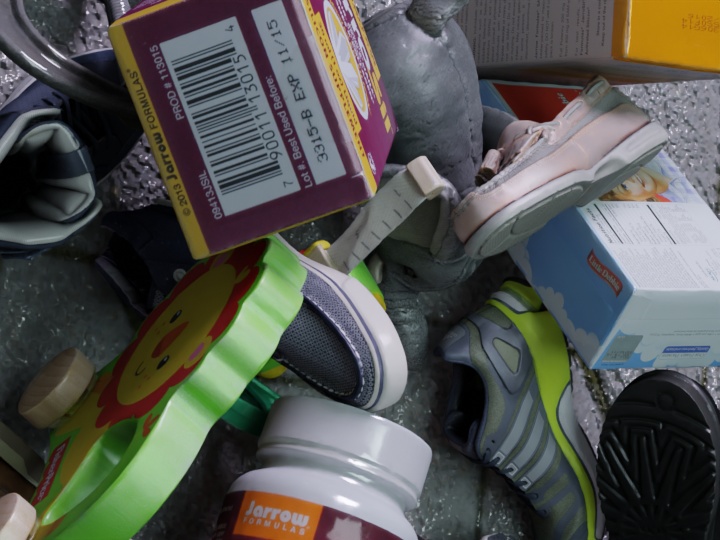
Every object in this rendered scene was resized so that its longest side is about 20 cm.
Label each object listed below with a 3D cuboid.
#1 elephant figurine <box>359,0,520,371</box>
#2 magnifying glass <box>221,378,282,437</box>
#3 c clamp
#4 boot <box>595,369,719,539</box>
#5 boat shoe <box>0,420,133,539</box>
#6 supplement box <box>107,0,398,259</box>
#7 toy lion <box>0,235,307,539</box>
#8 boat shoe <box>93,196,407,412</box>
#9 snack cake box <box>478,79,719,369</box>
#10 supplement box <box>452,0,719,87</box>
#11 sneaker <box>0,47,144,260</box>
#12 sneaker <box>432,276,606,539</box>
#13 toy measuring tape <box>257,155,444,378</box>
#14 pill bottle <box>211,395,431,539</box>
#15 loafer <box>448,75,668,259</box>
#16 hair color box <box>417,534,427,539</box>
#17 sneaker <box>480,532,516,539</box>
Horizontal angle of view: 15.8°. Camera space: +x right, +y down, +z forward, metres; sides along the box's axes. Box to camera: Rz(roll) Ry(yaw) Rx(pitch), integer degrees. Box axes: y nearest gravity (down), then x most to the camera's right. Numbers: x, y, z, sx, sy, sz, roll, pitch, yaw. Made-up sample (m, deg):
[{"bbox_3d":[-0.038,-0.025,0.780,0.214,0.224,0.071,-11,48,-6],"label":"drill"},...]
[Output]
[{"bbox_3d":[0.041,-0.053,1.550,0.141,0.155,0.200,-33,96,-8],"label":"elephant figurine"},{"bbox_3d":[-0.048,0.088,1.538,0.200,0.080,0.022,30,100,-40],"label":"magnifying glass"},{"bbox_3d":[-0.147,-0.139,1.425,0.171,0.200,0.027,34,114,-26],"label":"c clamp"},{"bbox_3d":[0.213,0.124,1.663,0.158,0.079,0.212,-49,144,-50],"label":"boot"},{"bbox_3d":[-0.179,0.154,1.439,0.200,0.072,0.068,43,69,-16],"label":"boat shoe"},{"bbox_3d":[-0.052,-0.098,1.379,0.103,0.200,0.131,-19,101,8],"label":"supplement box"},{"bbox_3d":[-0.106,0.069,1.342,0.069,0.192,0.200,42,33,-18],"label":"toy lion"},{"bbox_3d":[-0.067,0.023,1.455,0.093,0.200,0.075,-16,129,-37],"label":"boat shoe"},{"bbox_3d":[0.149,-0.030,1.608,0.115,0.200,0.067,0,132,-34],"label":"snack cake box"},{"bbox_3d":[0.144,-0.156,1.603,0.126,0.200,0.074,3,89,-37],"label":"supplement box"},{"bbox_3d":[-0.160,-0.067,1.413,0.202,0.146,0.077,-36,106,-33],"label":"sneaker"},{"bbox_3d":[0.095,0.107,1.632,0.081,0.074,0.201,-25,110,-21],"label":"sneaker"},{"bbox_3d":[0.000,0.000,1.509,0.073,0.200,0.074,25,40,-23],"label":"toy measuring tape"},{"bbox_3d":[-0.033,0.179,1.436,0.114,0.114,0.201,28,70,-31],"label":"pill bottle"},{"bbox_3d":[0.104,-0.062,1.498,0.063,0.072,0.200,53,38,9],"label":"loafer"},{"bbox_3d":[-0.046,0.224,1.530,0.101,0.061,0.200,38,67,-28],"label":"hair color box"},{"bbox_3d":[0.052,0.227,1.593,0.078,0.080,0.200,58,39,-6],"label":"sneaker"}]
